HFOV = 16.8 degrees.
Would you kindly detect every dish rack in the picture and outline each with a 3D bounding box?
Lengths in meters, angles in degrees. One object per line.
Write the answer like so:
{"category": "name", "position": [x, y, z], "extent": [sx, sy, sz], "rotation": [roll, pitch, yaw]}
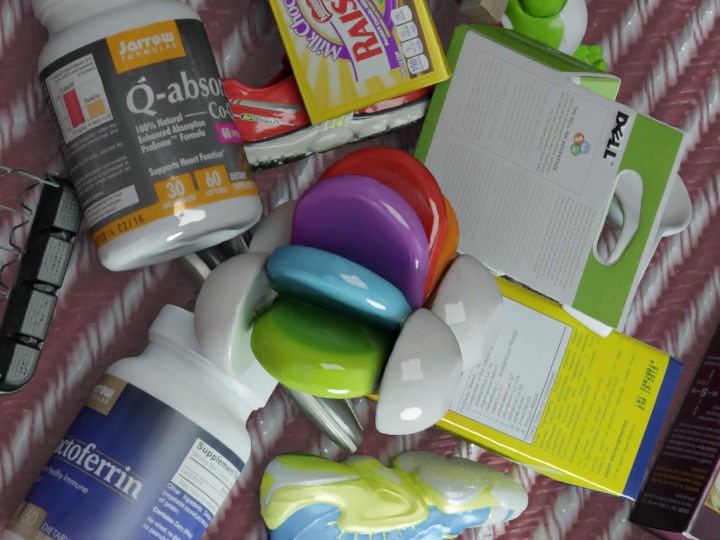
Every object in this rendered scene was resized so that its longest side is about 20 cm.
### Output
{"category": "dish rack", "position": [-0.286, -0.014, 1.608], "extent": [0.199, 0.054, 0.155], "rotation": [19, 83, -21]}

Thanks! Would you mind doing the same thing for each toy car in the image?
{"category": "toy car", "position": [0.000, 0.000, 1.579], "extent": [0.174, 0.200, 0.151], "rotation": [20, 121, 14]}

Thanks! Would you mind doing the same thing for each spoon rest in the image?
{"category": "spoon rest", "position": [0.194, -0.038, 1.761], "extent": [0.099, 0.061, 0.201], "rotation": [34, 39, -12]}

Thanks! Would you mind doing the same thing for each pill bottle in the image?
{"category": "pill bottle", "position": [-0.145, 0.131, 1.640], "extent": [0.115, 0.116, 0.201], "rotation": [36, 78, -20]}
{"category": "pill bottle", "position": [-0.147, -0.110, 1.616], "extent": [0.116, 0.116, 0.201], "rotation": [-17, 86, -21]}

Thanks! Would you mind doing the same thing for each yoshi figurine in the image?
{"category": "yoshi figurine", "position": [0.147, -0.150, 1.760], "extent": [0.112, 0.112, 0.202], "rotation": [14, 90, -29]}

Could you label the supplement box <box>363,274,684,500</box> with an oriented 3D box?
{"category": "supplement box", "position": [0.111, 0.076, 1.750], "extent": [0.199, 0.109, 0.110], "rotation": [24, 82, -23]}

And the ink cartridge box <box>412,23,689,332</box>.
{"category": "ink cartridge box", "position": [0.136, -0.063, 1.660], "extent": [0.076, 0.199, 0.149], "rotation": [-4, 117, -53]}

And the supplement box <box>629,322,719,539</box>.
{"category": "supplement box", "position": [0.304, 0.129, 1.847], "extent": [0.110, 0.086, 0.201], "rotation": [30, 80, -22]}

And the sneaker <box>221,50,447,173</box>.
{"category": "sneaker", "position": [-0.016, -0.129, 1.708], "extent": [0.199, 0.077, 0.086], "rotation": [-18, 94, -22]}

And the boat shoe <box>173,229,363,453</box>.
{"category": "boat shoe", "position": [-0.051, 0.039, 1.703], "extent": [0.057, 0.067, 0.200], "rotation": [-42, 104, -11]}

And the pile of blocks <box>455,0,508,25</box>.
{"category": "pile of blocks", "position": [0.053, -0.269, 1.733], "extent": [0.082, 0.062, 0.202], "rotation": [-8, 89, -45]}

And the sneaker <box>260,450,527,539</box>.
{"category": "sneaker", "position": [0.019, 0.186, 1.744], "extent": [0.198, 0.076, 0.106], "rotation": [6, 102, -16]}

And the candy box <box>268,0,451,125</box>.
{"category": "candy box", "position": [-0.018, -0.208, 1.642], "extent": [0.102, 0.026, 0.201], "rotation": [-18, 98, 10]}
